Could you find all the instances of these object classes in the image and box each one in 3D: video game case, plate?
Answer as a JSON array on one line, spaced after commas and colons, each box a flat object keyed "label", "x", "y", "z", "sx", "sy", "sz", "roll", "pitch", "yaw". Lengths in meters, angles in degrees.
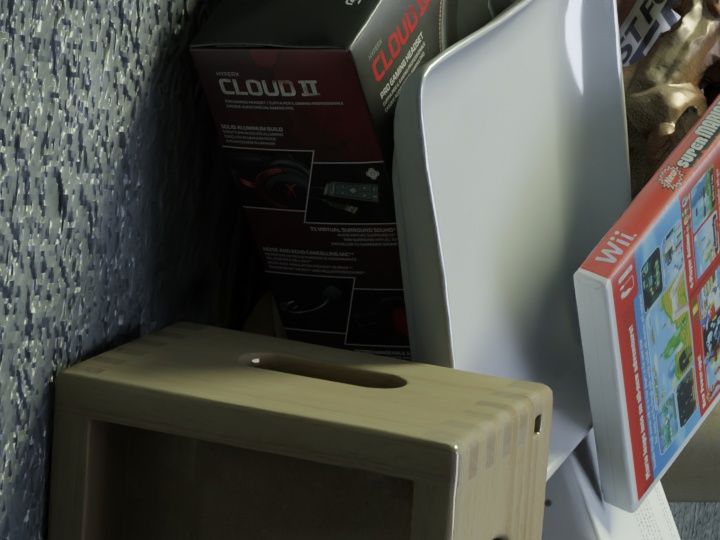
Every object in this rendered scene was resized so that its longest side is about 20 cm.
[{"label": "video game case", "x": 0.156, "y": -0.011, "z": 1.284, "sx": 0.200, "sy": 0.017, "sz": 0.143, "roll": -49, "pitch": 146, "yaw": -32}, {"label": "plate", "x": 0.061, "y": -0.014, "z": 1.198, "sx": 0.200, "sy": 0.032, "sz": 0.201, "roll": -42, "pitch": 130, "yaw": -57}]

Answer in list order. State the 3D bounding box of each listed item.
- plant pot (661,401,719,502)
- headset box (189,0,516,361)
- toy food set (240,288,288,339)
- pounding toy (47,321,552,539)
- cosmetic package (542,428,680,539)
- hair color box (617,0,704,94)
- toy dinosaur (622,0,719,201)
[{"label": "plant pot", "x": 0.228, "y": 0.083, "z": 2.050, "sx": 0.200, "sy": 0.182, "sz": 0.202, "roll": 7, "pitch": 90, "yaw": -76}, {"label": "headset box", "x": 0.011, "y": -0.068, "z": 1.214, "sx": 0.149, "sy": 0.075, "sz": 0.201, "roll": -59, "pitch": 142, "yaw": -44}, {"label": "toy food set", "x": 0.000, "y": 0.000, "z": 1.340, "sx": 0.198, "sy": 0.048, "sz": 0.201, "roll": -5, "pitch": 96, "yaw": -65}, {"label": "pounding toy", "x": 0.002, "y": 0.128, "z": 1.106, "sx": 0.142, "sy": 0.199, "sz": 0.185, "roll": -24, "pitch": 121, "yaw": -65}, {"label": "cosmetic package", "x": 0.061, "y": 0.169, "z": 1.366, "sx": 0.200, "sy": 0.164, "sz": 0.166, "roll": 2, "pitch": 68, "yaw": -75}, {"label": "hair color box", "x": 0.087, "y": -0.134, "z": 1.369, "sx": 0.200, "sy": 0.060, "sz": 0.100, "roll": 30, "pitch": 93, "yaw": -38}, {"label": "toy dinosaur", "x": 0.134, "y": -0.047, "z": 1.356, "sx": 0.135, "sy": 0.086, "sz": 0.201, "roll": -18, "pitch": 139, "yaw": -52}]
